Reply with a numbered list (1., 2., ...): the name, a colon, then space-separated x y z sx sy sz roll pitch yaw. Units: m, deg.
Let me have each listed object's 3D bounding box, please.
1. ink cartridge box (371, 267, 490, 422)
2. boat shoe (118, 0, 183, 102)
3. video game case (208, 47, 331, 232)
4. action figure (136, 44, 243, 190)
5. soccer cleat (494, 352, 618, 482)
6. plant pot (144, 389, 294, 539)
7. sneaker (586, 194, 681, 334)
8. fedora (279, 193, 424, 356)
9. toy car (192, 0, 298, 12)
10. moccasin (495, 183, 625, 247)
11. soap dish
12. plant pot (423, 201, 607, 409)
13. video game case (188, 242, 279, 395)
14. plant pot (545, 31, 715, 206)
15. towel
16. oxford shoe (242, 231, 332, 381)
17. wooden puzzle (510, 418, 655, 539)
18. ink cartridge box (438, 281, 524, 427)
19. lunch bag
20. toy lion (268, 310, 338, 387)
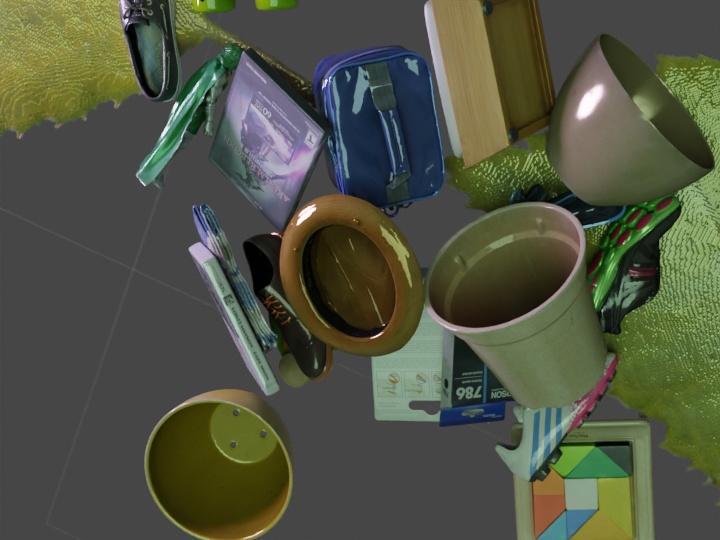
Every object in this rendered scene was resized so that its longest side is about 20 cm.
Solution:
1. ink cartridge box: 0.093 0.096 1.617 0.160 0.050 0.203 0 111 10
2. boat shoe: -0.271 -0.307 1.547 0.069 0.066 0.203 -4 106 11
3. video game case: -0.115 -0.155 1.518 0.143 0.019 0.201 45 142 13
4. action figure: -0.210 -0.198 1.562 0.054 0.118 0.201 30 102 -24
5. soccer cleat: 0.248 0.174 1.582 0.086 0.070 0.201 36 92 12
6. plant pot: -0.172 0.240 1.652 0.197 0.142 0.203 3 106 9
7. sneaker: 0.337 -0.008 1.532 0.083 0.077 0.201 23 112 -18
8. fedora: 0.000 0.000 1.465 0.198 0.082 0.204 10 114 24
9. toy car: -0.158 -0.379 1.435 0.155 0.200 0.167 0 107 10
10. moccasin: 0.225 -0.076 1.531 0.197 0.080 0.069 -15 99 0
11. soap dish: 0.158 -0.238 1.442 0.080 0.157 0.203 -2 108 39
12. plant pot: 0.199 0.057 1.450 0.198 0.202 0.184 -21 127 15
13. video game case: -0.162 0.057 1.572 0.023 0.200 0.184 -27 101 -8
14. plant pot: 0.292 -0.152 1.429 0.200 0.201 0.134 46 117 -5
15. towel: -0.158 0.014 1.569 0.024 0.147 0.202 -27 86 -9
16. oxford shoe: -0.096 0.048 1.553 0.071 0.072 0.202 -37 69 36
17. wooden puzzle: 0.294 0.293 1.639 0.182 0.037 0.203 -3 106 11
18. ink cartridge box: 0.153 0.106 1.558 0.098 0.039 0.203 -5 108 -19
19. lunch bag: 0.023 -0.164 1.486 0.134 0.132 0.203 -13 105 -5
20. toy lion: -0.048 0.028 1.591 0.199 0.068 0.194 -30 80 38
